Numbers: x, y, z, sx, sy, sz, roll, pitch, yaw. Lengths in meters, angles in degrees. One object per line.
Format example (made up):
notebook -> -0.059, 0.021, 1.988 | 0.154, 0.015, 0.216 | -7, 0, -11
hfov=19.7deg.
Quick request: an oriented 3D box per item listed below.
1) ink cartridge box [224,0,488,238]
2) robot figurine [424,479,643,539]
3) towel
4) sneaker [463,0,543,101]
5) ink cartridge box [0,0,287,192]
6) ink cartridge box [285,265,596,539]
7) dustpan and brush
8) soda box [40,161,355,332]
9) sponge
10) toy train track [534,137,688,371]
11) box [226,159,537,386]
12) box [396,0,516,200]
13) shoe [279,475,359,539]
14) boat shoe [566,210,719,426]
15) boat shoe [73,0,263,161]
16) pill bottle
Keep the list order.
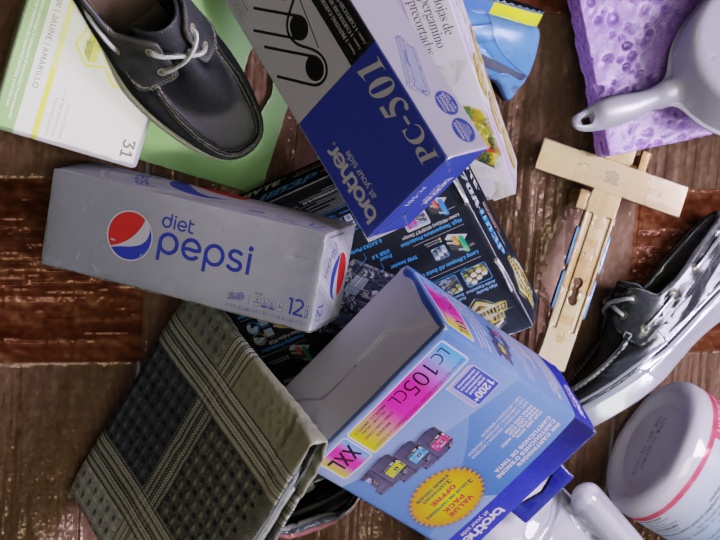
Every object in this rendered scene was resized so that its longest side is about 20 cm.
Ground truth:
ink cartridge box -> -0.007, -0.132, 1.334 | 0.044, 0.094, 0.201 | -17, 71, -46
robot figurine -> 0.125, 0.215, 1.522 | 0.169, 0.113, 0.200 | -35, 113, 26
towel -> -0.108, 0.135, 1.383 | 0.034, 0.200, 0.193 | 18, 111, -40
sneaker -> 0.029, -0.167, 1.426 | 0.198, 0.066, 0.079 | 14, 103, -18
ink cartridge box -> -0.135, -0.140, 1.398 | 0.198, 0.048, 0.147 | 16, 98, -16
ink cartridge box -> 0.061, 0.103, 1.391 | 0.136, 0.077, 0.199 | -45, 131, 14
dustpan and brush -> 0.242, -0.136, 1.437 | 0.198, 0.057, 0.141 | -15, 70, -10
soda box -> -0.108, -0.018, 1.376 | 0.198, 0.063, 0.069 | 13, 101, 16
sponge -> 0.203, -0.189, 1.471 | 0.110, 0.030, 0.202 | -13, 97, -13
toy train track -> 0.165, -0.027, 1.509 | 0.114, 0.033, 0.202 | 18, 90, -10
box -> 0.000, 0.000, 1.428 | 0.199, 0.046, 0.160 | -23, 110, 18
box -> 0.062, -0.133, 1.396 | 0.038, 0.042, 0.201 | -12, 128, 13
shoe -> 0.004, 0.120, 1.476 | 0.199, 0.091, 0.072 | -31, 110, -6
boat shoe -> 0.209, 0.035, 1.531 | 0.200, 0.072, 0.071 | -42, 102, -13
boat shoe -> -0.130, -0.147, 1.339 | 0.072, 0.068, 0.201 | -39, 112, -6
pill bottle -> 0.291, 0.175, 1.560 | 0.199, 0.109, 0.109 | 31, 94, -20
